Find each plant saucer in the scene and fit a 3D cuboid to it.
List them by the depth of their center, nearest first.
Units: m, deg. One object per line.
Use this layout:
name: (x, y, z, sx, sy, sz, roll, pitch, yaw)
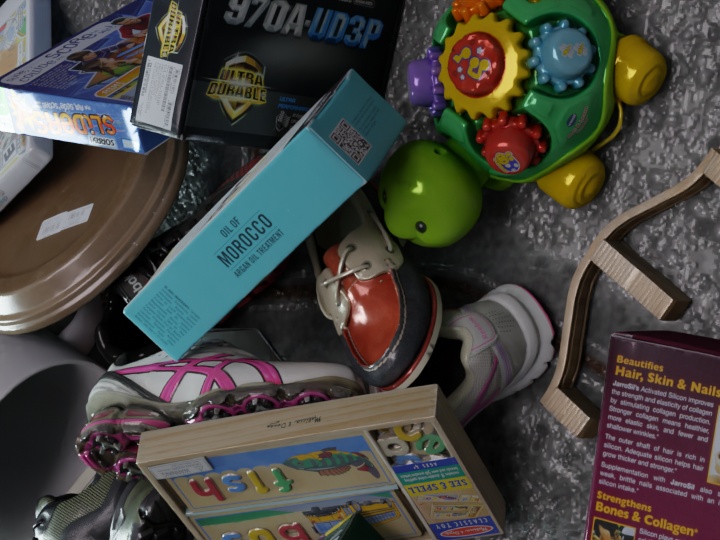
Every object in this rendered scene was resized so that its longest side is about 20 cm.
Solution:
plant saucer: (-0.205, -0.043, 1.396, 0.199, 0.029, 0.201, -27, 37, 23)

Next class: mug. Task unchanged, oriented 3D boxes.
mug: (-0.267, 0.076, 1.450, 0.175, 0.148, 0.201, 28, 80, 37)

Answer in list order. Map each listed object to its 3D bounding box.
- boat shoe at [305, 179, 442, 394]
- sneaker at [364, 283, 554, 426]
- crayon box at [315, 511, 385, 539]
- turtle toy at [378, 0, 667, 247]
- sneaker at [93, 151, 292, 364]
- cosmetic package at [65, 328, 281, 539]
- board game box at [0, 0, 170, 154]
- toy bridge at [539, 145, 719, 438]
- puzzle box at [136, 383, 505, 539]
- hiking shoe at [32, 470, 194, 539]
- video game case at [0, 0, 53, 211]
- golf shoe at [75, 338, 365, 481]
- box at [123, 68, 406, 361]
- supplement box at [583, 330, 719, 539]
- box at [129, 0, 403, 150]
boat shoe: (0.000, 0.000, 1.238, 0.071, 0.062, 0.200, -43, 32, 20)
sneaker: (0.030, 0.085, 1.259, 0.081, 0.088, 0.200, 50, 116, 25)
crayon box: (-0.019, 0.276, 1.265, 0.200, 0.058, 0.173, -39, 97, 29)
turtle toy: (0.083, -0.102, 1.216, 0.146, 0.101, 0.201, 40, 111, 29)
sneaker: (-0.113, 0.000, 1.354, 0.201, 0.098, 0.071, -48, 69, 24)
cosmetic package: (-0.121, 0.144, 1.375, 0.200, 0.073, 0.104, -49, 64, 24)
board game box: (-0.131, -0.141, 1.315, 0.135, 0.200, 0.035, 11, 124, 36)
toy bridge: (0.168, 0.004, 1.199, 0.067, 0.027, 0.201, 43, 112, 29)
puzzle box: (-0.023, 0.132, 1.233, 0.199, 0.133, 0.026, -11, 48, 20)
hiking shoe: (-0.187, 0.201, 1.344, 0.101, 0.076, 0.201, 43, 105, 36)
video game case: (-0.290, -0.099, 1.475, 0.182, 0.023, 0.201, -41, 38, 28)
golf shoe: (-0.088, 0.074, 1.263, 0.199, 0.073, 0.092, -8, 48, 22)
box: (-0.060, -0.032, 1.221, 0.049, 0.082, 0.200, 43, 126, -7)
supplement box: (0.196, 0.142, 1.140, 0.110, 0.085, 0.201, 11, 96, 35)
box: (-0.051, -0.156, 1.253, 0.046, 0.199, 0.160, 17, 98, 35)
